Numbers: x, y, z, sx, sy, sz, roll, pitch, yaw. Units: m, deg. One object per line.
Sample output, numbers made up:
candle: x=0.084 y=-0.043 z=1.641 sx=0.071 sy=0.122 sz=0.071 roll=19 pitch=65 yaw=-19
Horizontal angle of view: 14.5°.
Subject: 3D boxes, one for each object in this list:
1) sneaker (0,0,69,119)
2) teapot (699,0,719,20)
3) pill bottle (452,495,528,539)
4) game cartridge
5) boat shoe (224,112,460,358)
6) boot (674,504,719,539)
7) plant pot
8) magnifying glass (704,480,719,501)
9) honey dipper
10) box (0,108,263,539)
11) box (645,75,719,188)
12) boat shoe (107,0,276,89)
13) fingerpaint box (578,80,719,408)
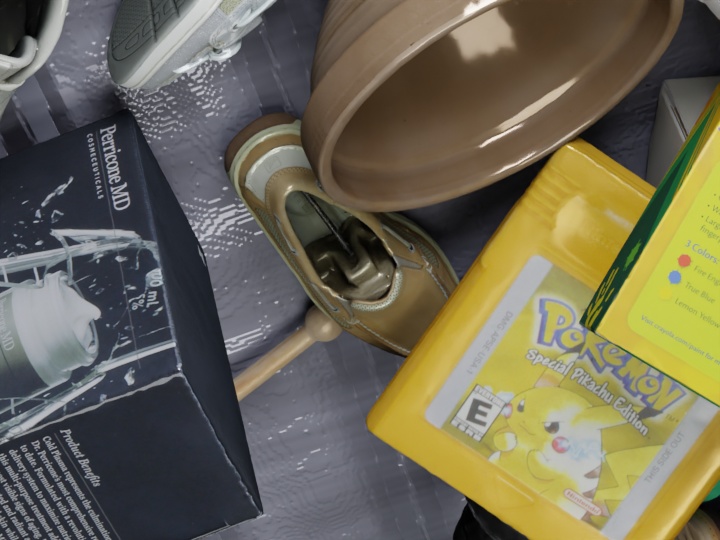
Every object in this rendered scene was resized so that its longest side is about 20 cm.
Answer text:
sneaker: x=-0.187 y=-0.108 z=1.360 sx=0.076 sy=0.092 sz=0.200 roll=9 pitch=130 yaw=-22
teapot: x=0.205 y=-0.188 z=1.355 sx=0.146 sy=0.197 sz=0.200 roll=7 pitch=117 yaw=28
pill bottle: x=0.125 y=0.101 z=1.629 sx=0.112 sy=0.112 sz=0.200 roll=6 pitch=130 yaw=-21
game cartridge: x=0.127 y=0.054 z=1.511 sx=0.176 sy=0.032 sz=0.200 roll=33 pitch=113 yaw=-2
boat shoe: x=0.000 y=0.000 z=1.518 sx=0.072 sy=0.076 sz=0.200 roll=-43 pitch=131 yaw=8
boot: x=0.246 y=0.163 z=1.713 sx=0.166 sy=0.072 sz=0.200 roll=-11 pitch=168 yaw=-12
plant pot: x=0.051 y=-0.122 z=1.390 sx=0.201 sy=0.093 sz=0.201 roll=-24 pitch=157 yaw=-11
magnifying glass: x=0.238 y=0.047 z=1.625 sx=0.022 sy=0.080 sz=0.200 roll=32 pitch=100 yaw=-23
honey dipper: x=-0.086 y=0.082 z=1.610 sx=0.200 sy=0.038 sz=0.038 roll=-38 pitch=131 yaw=15
box: x=-0.172 y=0.053 z=1.415 sx=0.196 sy=0.200 sz=0.124 roll=-20 pitch=134 yaw=4
box: x=0.262 y=-0.054 z=1.543 sx=0.200 sy=0.078 sz=0.095 roll=-6 pitch=134 yaw=-10
boat shoe: x=-0.044 y=-0.156 z=1.370 sx=0.065 sy=0.074 sz=0.202 roll=34 pitch=110 yaw=-32
fingerpaint box: x=0.239 y=0.008 z=1.431 sx=0.200 sy=0.073 sz=0.167 roll=30 pitch=92 yaw=-4
